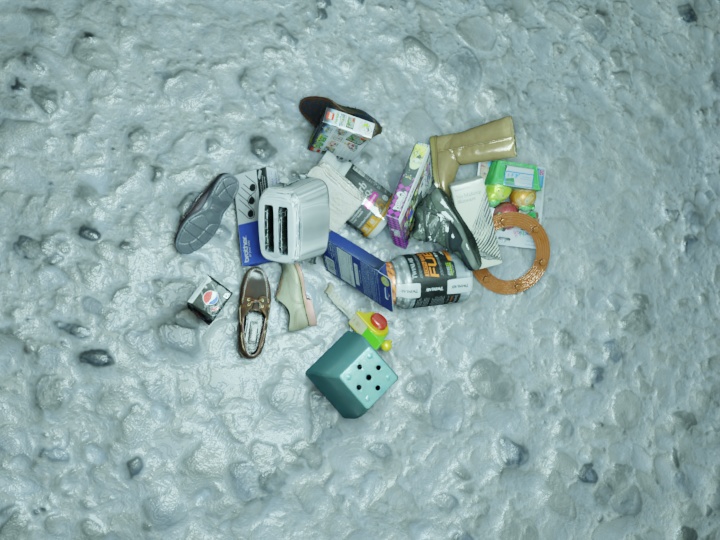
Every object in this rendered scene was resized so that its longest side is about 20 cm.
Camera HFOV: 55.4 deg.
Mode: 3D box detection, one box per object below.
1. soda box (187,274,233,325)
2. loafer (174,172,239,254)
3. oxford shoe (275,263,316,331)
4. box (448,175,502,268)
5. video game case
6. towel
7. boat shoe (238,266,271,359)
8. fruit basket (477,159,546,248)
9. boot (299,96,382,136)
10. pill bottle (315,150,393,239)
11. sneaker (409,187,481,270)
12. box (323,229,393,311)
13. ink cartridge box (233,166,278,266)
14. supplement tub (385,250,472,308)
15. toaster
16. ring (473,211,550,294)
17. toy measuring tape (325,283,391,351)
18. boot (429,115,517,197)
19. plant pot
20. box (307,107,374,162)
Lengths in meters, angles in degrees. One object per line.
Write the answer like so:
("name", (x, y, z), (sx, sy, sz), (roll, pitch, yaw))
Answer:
("soda box", (-0.308, 0.062, 1.397), (0.063, 0.200, 0.071), (37, 76, -8))
("loafer", (-0.337, -0.126, 1.492), (0.072, 0.063, 0.201), (38, 85, -36))
("oxford shoe", (-0.157, 0.035, 1.509), (0.073, 0.071, 0.203), (-18, 86, -8))
("box", (0.263, -0.108, 1.573), (0.081, 0.068, 0.203), (-15, 102, 7))
("video game case", (0.113, -0.164, 1.537), (0.035, 0.200, 0.183), (20, 77, 14))
("towel", (-0.091, -0.134, 1.496), (0.132, 0.200, 0.035), (40, 34, -4))
("boat shoe", (-0.227, 0.090, 1.484), (0.069, 0.070, 0.203), (2, 82, -13))
("fruit basket", (0.362, -0.161, 1.654), (0.182, 0.094, 0.203), (6, 85, -14))
("boot", (-0.042, -0.349, 1.591), (0.198, 0.097, 0.076), (25, 105, 16))
("pill bottle", (-0.021, -0.171, 1.542), (0.199, 0.116, 0.117), (36, 76, -8))
("sneaker", (0.185, -0.072, 1.524), (0.114, 0.076, 0.201), (-35, 86, 24))
("box", (0.000, 0.000, 1.478), (0.199, 0.122, 0.032), (33, 61, 27))
("ink cartridge box", (-0.220, -0.116, 1.497), (0.093, 0.044, 0.203), (-9, 85, 27))
("supplement tub", (0.145, 0.021, 1.560), (0.197, 0.122, 0.124), (-7, 85, -15))
("toaster", (-0.138, -0.095, 1.416), (0.112, 0.129, 0.203), (12, 110, 28))
("ring", (0.358, -0.039, 1.637), (0.197, 0.019, 0.204), (-1, 103, -2))
("toy measuring tape", (0.004, 0.103, 1.553), (0.073, 0.074, 0.200), (-40, 76, -15))
("boot", (0.267, -0.258, 1.604), (0.197, 0.066, 0.178), (-8, 84, 17))
("plant pot", (-0.008, 0.222, 1.457), (0.141, 0.200, 0.142), (-43, 94, -15))
("box", (-0.046, -0.292, 1.506), (0.109, 0.200, 0.035), (17, 80, -12))
